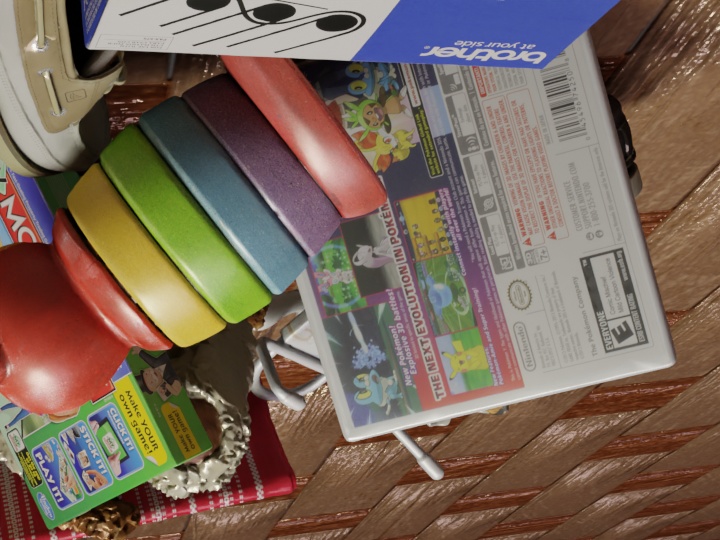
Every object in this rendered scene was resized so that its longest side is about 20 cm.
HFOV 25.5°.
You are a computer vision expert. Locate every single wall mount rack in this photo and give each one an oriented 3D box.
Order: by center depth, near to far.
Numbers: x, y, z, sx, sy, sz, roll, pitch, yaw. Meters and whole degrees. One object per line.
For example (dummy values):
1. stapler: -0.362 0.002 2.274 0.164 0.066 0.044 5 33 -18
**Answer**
1. wall mount rack: 0.032 0.052 1.024 0.200 0.075 0.173 -41 140 19

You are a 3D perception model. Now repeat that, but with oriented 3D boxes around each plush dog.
1. plush dog: -0.150 0.061 0.948 0.171 0.201 0.160 -35 170 17

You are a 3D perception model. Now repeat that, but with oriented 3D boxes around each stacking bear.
1. stacking bear: -0.097 -0.014 0.741 0.200 0.114 0.121 -39 175 -1

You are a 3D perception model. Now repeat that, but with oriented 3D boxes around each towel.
1. towel: -0.151 0.115 1.035 0.199 0.145 0.023 -11 129 -13

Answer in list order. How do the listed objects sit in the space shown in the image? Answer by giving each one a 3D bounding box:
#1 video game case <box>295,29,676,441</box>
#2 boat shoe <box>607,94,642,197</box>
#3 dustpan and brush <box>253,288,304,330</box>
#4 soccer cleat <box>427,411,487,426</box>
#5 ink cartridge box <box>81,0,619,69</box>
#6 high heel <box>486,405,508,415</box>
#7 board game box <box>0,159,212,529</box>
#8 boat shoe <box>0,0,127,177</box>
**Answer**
1. video game case: 0.050 -0.026 0.820 0.181 0.201 0.023 -14 -171 14
2. boat shoe: 0.060 -0.060 0.926 0.200 0.061 0.072 -8 -154 17
3. dustpan and brush: -0.012 0.018 1.074 0.200 0.057 0.140 -29 166 -48
4. soccer cleat: 0.106 0.066 1.267 0.068 0.086 0.200 0 160 -38
5. ink cartridge box: -0.002 -0.118 0.615 0.199 0.044 0.094 0 165 -20
6. high heel: 0.000 0.000 0.883 0.142 0.201 0.071 -17 -171 13
7. board game box: -0.168 0.027 0.848 0.029 0.201 0.134 -24 176 -44
8. boat shoe: -0.135 -0.095 0.694 0.068 0.075 0.200 -10 164 4
